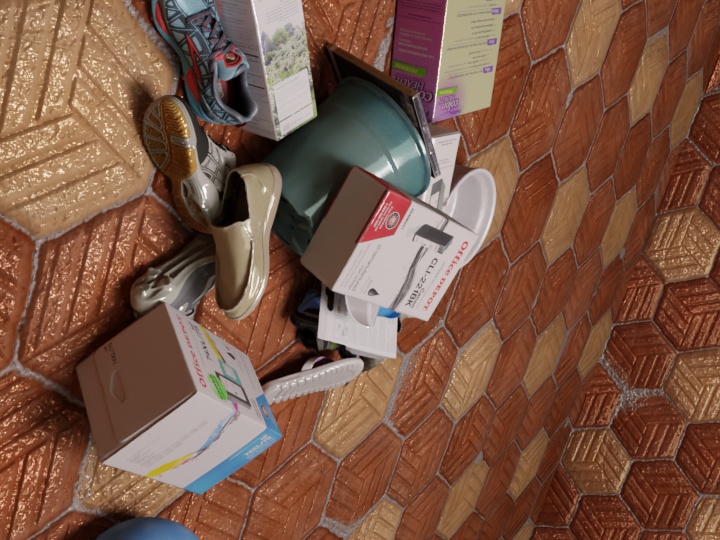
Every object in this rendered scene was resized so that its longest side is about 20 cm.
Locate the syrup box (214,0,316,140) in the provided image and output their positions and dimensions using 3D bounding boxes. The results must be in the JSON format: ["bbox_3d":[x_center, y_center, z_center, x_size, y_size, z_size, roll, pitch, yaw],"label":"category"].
[{"bbox_3d":[-0.119,-0.272,0.881,0.079,0.081,0.201,-41,139,-35],"label":"syrup box"}]

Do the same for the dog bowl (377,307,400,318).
[{"bbox_3d":[0.055,0.012,1.213,0.200,0.049,0.112,-28,104,-49],"label":"dog bowl"}]

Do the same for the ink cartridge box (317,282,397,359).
[{"bbox_3d":[-0.012,0.054,1.198,0.199,0.057,0.164,18,69,-43],"label":"ink cartridge box"}]

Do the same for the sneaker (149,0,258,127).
[{"bbox_3d":[-0.165,-0.255,0.816,0.079,0.095,0.201,-46,142,-27],"label":"sneaker"}]

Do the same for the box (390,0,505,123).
[{"bbox_3d":[0.142,-0.362,1.168,0.176,0.096,0.201,-26,129,-44],"label":"box"}]

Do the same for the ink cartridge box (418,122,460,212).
[{"bbox_3d":[0.065,-0.140,1.158,0.084,0.145,0.201,-21,127,-48],"label":"ink cartridge box"}]

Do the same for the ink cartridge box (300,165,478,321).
[{"bbox_3d":[0.043,-0.029,0.947,0.200,0.084,0.145,20,105,-45],"label":"ink cartridge box"}]

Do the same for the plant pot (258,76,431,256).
[{"bbox_3d":[-0.039,-0.130,0.997,0.196,0.200,0.201,-41,140,-20],"label":"plant pot"}]

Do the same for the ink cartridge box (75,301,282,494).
[{"bbox_3d":[-0.228,0.169,0.913,0.146,0.147,0.200,-35,145,5],"label":"ink cartridge box"}]

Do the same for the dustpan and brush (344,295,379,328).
[{"bbox_3d":[0.000,0.000,1.042,0.200,0.057,0.140,59,48,-75],"label":"dustpan and brush"}]

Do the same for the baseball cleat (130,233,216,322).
[{"bbox_3d":[-0.219,0.011,0.953,0.200,0.070,0.107,-31,148,-34],"label":"baseball cleat"}]

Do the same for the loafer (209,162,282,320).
[{"bbox_3d":[-0.154,-0.039,0.886,0.068,0.075,0.201,10,90,-48],"label":"loafer"}]

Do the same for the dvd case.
[{"bbox_3d":[0.032,-0.227,1.011,0.016,0.200,0.149,-39,140,-12],"label":"dvd case"}]

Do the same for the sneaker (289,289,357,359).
[{"bbox_3d":[-0.062,0.104,1.221,0.083,0.071,0.200,-43,143,-3],"label":"sneaker"}]

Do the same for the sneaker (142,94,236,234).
[{"bbox_3d":[-0.199,-0.141,0.875,0.088,0.075,0.201,-52,154,-31],"label":"sneaker"}]

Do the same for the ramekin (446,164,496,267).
[{"bbox_3d":[0.164,-0.109,1.357,0.200,0.097,0.201,-33,135,-40],"label":"ramekin"}]

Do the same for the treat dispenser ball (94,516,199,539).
[{"bbox_3d":[-0.299,0.445,0.981,0.201,0.200,0.202,-32,134,-39],"label":"treat dispenser ball"}]

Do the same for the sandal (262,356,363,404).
[{"bbox_3d":[-0.083,0.174,1.223,0.202,0.050,0.083,-10,147,-34],"label":"sandal"}]

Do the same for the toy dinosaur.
[{"bbox_3d":[0.021,0.124,1.305,0.201,0.102,0.077,-61,146,-8],"label":"toy dinosaur"}]
